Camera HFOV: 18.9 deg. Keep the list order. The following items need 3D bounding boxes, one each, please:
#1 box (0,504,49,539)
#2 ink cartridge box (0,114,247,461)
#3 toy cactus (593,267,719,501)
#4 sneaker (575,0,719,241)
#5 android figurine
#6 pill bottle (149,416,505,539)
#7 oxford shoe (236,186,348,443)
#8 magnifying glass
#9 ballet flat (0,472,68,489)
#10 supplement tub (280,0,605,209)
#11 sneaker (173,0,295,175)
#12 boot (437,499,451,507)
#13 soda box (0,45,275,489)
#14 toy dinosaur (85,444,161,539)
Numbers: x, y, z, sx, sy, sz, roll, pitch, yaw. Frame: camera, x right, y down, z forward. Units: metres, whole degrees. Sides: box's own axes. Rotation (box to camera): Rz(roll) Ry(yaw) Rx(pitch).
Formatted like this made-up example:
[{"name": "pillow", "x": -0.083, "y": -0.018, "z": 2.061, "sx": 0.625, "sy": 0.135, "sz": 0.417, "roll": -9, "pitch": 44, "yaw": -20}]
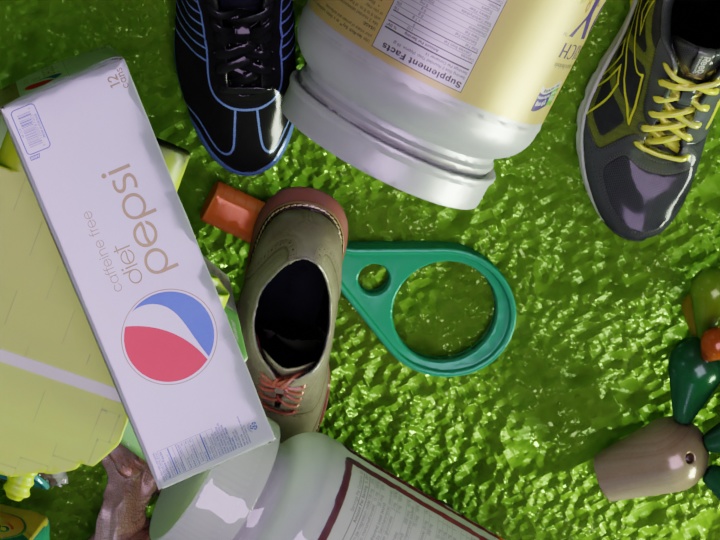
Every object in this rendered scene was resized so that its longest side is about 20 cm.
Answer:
[{"name": "box", "x": -0.276, "y": 0.173, "z": 1.236, "sx": 0.199, "sy": 0.048, "sz": 0.118, "roll": 14, "pitch": 121, "yaw": 17}, {"name": "ink cartridge box", "x": -0.166, "y": -0.004, "z": 1.176, "sx": 0.200, "sy": 0.146, "sz": 0.084, "roll": 39, "pitch": 99, "yaw": -17}, {"name": "toy cactus", "x": 0.219, "y": 0.092, "z": 1.296, "sx": 0.164, "sy": 0.102, "sz": 0.201, "roll": -21, "pitch": 114, "yaw": 21}, {"name": "sneaker", "x": 0.171, "y": -0.108, "z": 1.212, "sx": 0.074, "sy": 0.085, "sz": 0.201, "roll": 7, "pitch": 108, "yaw": -8}, {"name": "android figurine", "x": -0.161, "y": 0.018, "z": 1.084, "sx": 0.181, "sy": 0.041, "sz": 0.201, "roll": 18, "pitch": 98, "yaw": -15}, {"name": "pill bottle", "x": -0.012, "y": 0.160, "z": 1.214, "sx": 0.199, "sy": 0.110, "sz": 0.110, "roll": 31, "pitch": 103, "yaw": -14}, {"name": "oxford shoe", "x": -0.050, "y": 0.054, "z": 1.237, "sx": 0.070, "sy": 0.075, "sz": 0.201, "roll": 6, "pitch": 120, "yaw": -2}, {"name": "magnifying glass", "x": 0.000, "y": 0.000, "z": 1.265, "sx": 0.199, "sy": 0.022, "sz": 0.080, "roll": 24, "pitch": 105, "yaw": -16}, {"name": "ballet flat", "x": -0.232, "y": 0.085, "z": 1.218, "sx": 0.199, "sy": 0.072, "sz": 0.072, "roll": 2, "pitch": 114, "yaw": 35}, {"name": "supplement tub", "x": 0.054, "y": -0.150, "z": 1.152, "sx": 0.145, "sy": 0.146, "sz": 0.201, "roll": 23, "pitch": 105, "yaw": -14}, {"name": "sneaker", "x": -0.070, "y": -0.142, "z": 1.176, "sx": 0.070, "sy": 0.078, "sz": 0.201, "roll": -7, "pitch": 109, "yaw": -4}, {"name": "boot", "x": 0.043, "y": 0.247, "z": 1.337, "sx": 0.130, "sy": 0.068, "sz": 0.201, "roll": -31, "pitch": 102, "yaw": 10}, {"name": "soda box", "x": -0.109, "y": -0.003, "z": 1.035, "sx": 0.063, "sy": 0.068, "sz": 0.201, "roll": -22, "pitch": 105, "yaw": -7}, {"name": "toy dinosaur", "x": -0.121, "y": 0.183, "z": 1.286, "sx": 0.085, "sy": 0.136, "sz": 0.201, "roll": 17, "pitch": 138, "yaw": 29}]
